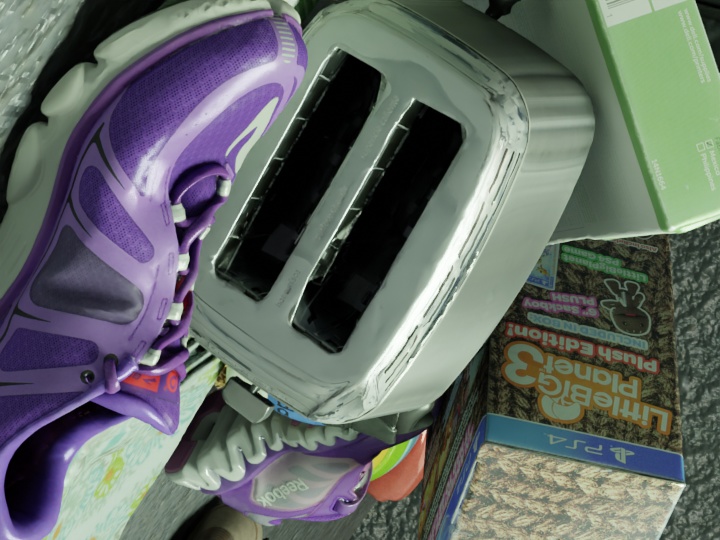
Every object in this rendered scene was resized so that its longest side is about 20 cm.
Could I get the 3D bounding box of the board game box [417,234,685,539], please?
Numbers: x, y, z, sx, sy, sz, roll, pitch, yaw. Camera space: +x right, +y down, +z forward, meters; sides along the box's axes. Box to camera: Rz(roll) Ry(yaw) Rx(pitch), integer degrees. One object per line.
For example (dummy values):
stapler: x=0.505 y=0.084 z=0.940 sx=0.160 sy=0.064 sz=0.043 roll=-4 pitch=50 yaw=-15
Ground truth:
board game box: x=0.094 y=0.077 z=0.929 sx=0.200 sy=0.096 sz=0.160 roll=-82 pitch=-174 yaw=-47

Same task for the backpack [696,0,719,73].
backpack: x=0.188 y=-0.181 z=0.953 sx=0.200 sy=0.190 sz=0.154 roll=-59 pitch=-174 yaw=32

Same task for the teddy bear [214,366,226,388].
teddy bear: x=0.000 y=0.000 z=0.969 sx=0.145 sy=0.067 sz=0.200 roll=-11 pitch=-144 yaw=48

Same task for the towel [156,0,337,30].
towel: x=-0.024 y=-0.105 z=0.675 sx=0.153 sy=0.023 sz=0.200 roll=-54 pitch=170 yaw=-5

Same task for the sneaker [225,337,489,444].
sneaker: x=0.022 y=-0.012 z=0.858 sx=0.077 sy=0.111 sz=0.201 roll=94 pitch=17 yaw=-62

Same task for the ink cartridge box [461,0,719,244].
ink cartridge box: x=0.095 y=-0.086 z=0.802 sx=0.048 sy=0.146 sz=0.200 roll=-20 pitch=-177 yaw=-11

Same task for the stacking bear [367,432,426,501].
stacking bear: x=-0.023 y=0.100 z=1.218 sx=0.114 sy=0.121 sz=0.200 roll=-54 pitch=164 yaw=15

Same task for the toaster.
toaster: x=0.012 y=-0.030 z=0.704 sx=0.200 sy=0.113 sz=0.129 roll=-58 pitch=168 yaw=14

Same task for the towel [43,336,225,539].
towel: x=-0.138 y=0.109 z=0.807 sx=0.200 sy=0.048 sz=0.171 roll=-57 pitch=170 yaw=20

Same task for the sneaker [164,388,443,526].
sneaker: x=-0.019 y=0.098 z=1.017 sx=0.200 sy=0.088 sz=0.081 roll=-23 pitch=-151 yaw=43

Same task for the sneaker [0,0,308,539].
sneaker: x=-0.071 y=0.004 z=0.569 sx=0.200 sy=0.083 sz=0.081 roll=-56 pitch=153 yaw=17

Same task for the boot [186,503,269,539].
boot: x=-0.138 y=0.266 z=1.361 sx=0.200 sy=0.070 sz=0.146 roll=-53 pitch=174 yaw=-1
